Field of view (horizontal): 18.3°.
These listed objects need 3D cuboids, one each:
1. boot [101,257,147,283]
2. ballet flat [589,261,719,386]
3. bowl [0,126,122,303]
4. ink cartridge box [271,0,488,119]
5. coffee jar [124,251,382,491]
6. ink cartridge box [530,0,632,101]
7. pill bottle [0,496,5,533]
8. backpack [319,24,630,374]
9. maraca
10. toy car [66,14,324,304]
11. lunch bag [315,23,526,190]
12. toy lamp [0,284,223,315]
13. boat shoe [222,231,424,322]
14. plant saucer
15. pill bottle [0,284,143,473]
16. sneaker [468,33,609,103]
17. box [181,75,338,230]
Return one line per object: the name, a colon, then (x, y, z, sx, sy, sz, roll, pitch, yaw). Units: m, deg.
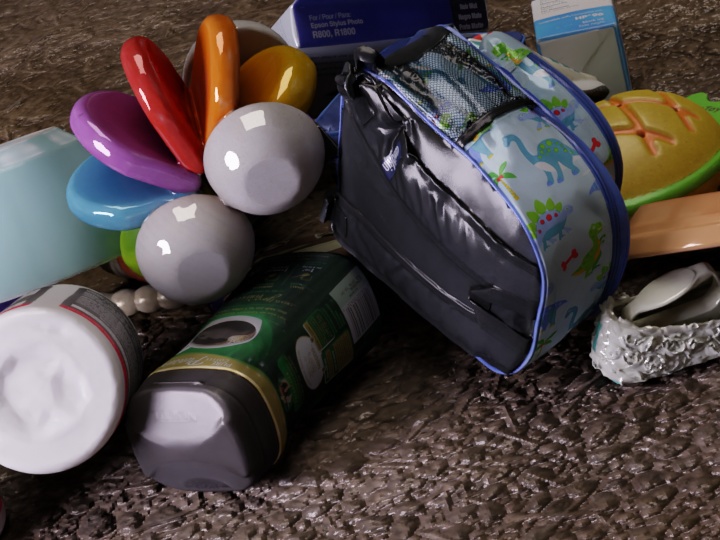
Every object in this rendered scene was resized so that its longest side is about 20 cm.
boot: (-0.107, -0.050, 1.799, 0.107, 0.075, 0.200, 17, 48, 40)
ballet flat: (0.244, 0.019, 1.469, 0.199, 0.072, 0.072, -20, 27, -8)
bowl: (-0.261, -0.040, 1.664, 0.200, 0.105, 0.201, -19, 8, 3)
ink cartridge box: (0.004, -0.185, 1.847, 0.199, 0.041, 0.200, -11, -19, -34)
coffee jar: (-0.072, 0.069, 1.522, 0.104, 0.086, 0.200, -3, 28, 33)
ink cartridge box: (0.182, -0.182, 1.835, 0.068, 0.116, 0.200, -11, 27, 7)
pill bottle: (-0.318, 0.100, 1.469, 0.119, 0.200, 0.120, -12, 27, 6)
backpack: (0.090, -0.049, 1.487, 0.147, 0.183, 0.200, -30, 60, -26)
maraca: (0.213, -0.084, 1.639, 0.137, 0.107, 0.200, 9, 35, 43)
toy car: (-0.126, -0.090, 1.554, 0.200, 0.150, 0.175, -51, 31, 21)
lunch bag: (0.062, -0.113, 1.750, 0.136, 0.133, 0.200, 0, 31, 28)
toy lamp: (-0.190, 0.025, 1.709, 0.199, 0.058, 0.058, -7, 28, 13)
boat shoe: (-0.002, -0.005, 1.639, 0.202, 0.075, 0.075, -8, 30, 17)
plant saucer: (0.268, -0.038, 1.502, 0.199, 0.038, 0.200, -8, -1, 0)
pill bottle: (-0.206, 0.068, 1.530, 0.110, 0.111, 0.200, -15, 6, 2)
sneaker: (0.121, -0.139, 1.652, 0.070, 0.093, 0.200, -48, -9, 13)
box: (-0.113, -0.091, 1.724, 0.143, 0.036, 0.200, -43, 34, -1)
